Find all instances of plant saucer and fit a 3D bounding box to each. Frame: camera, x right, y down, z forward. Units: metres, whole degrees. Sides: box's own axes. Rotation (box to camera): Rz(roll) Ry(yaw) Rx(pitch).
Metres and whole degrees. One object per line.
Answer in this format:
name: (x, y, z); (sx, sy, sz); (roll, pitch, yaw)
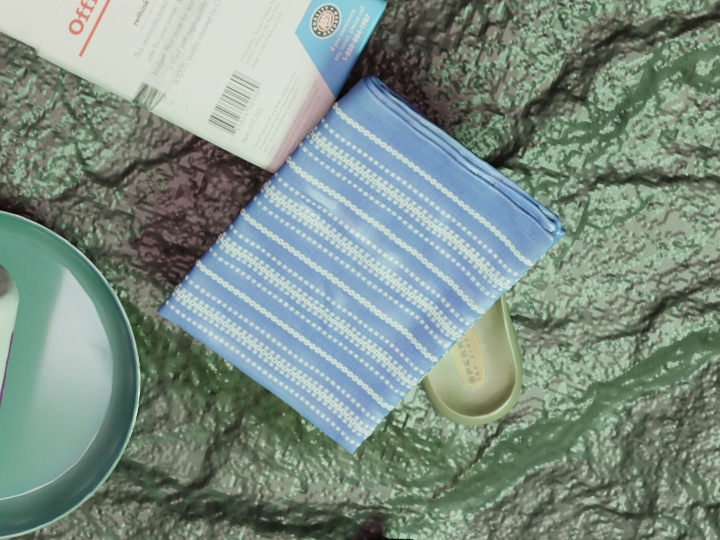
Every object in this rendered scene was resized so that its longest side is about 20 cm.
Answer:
plant saucer: (-0.226, 0.059, 1.495); (0.200, 0.027, 0.200); (1, 101, 3)

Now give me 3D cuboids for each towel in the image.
towel: (0.000, 0.000, 1.420); (0.145, 0.024, 0.200); (37, 117, -12)

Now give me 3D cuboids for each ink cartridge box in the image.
ink cartridge box: (-0.101, -0.149, 1.413); (0.200, 0.068, 0.116); (27, 101, -10)

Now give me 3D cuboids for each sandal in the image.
sandal: (0.040, -0.001, 1.455); (0.080, 0.054, 0.200); (-20, 100, 7)

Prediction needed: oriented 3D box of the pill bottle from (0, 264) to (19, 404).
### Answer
pill bottle: (-0.260, 0.089, 1.427); (0.112, 0.112, 0.200); (14, 111, 0)

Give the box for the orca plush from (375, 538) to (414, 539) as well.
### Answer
orca plush: (0.045, 0.255, 1.499); (0.105, 0.071, 0.200); (-10, 101, 5)
